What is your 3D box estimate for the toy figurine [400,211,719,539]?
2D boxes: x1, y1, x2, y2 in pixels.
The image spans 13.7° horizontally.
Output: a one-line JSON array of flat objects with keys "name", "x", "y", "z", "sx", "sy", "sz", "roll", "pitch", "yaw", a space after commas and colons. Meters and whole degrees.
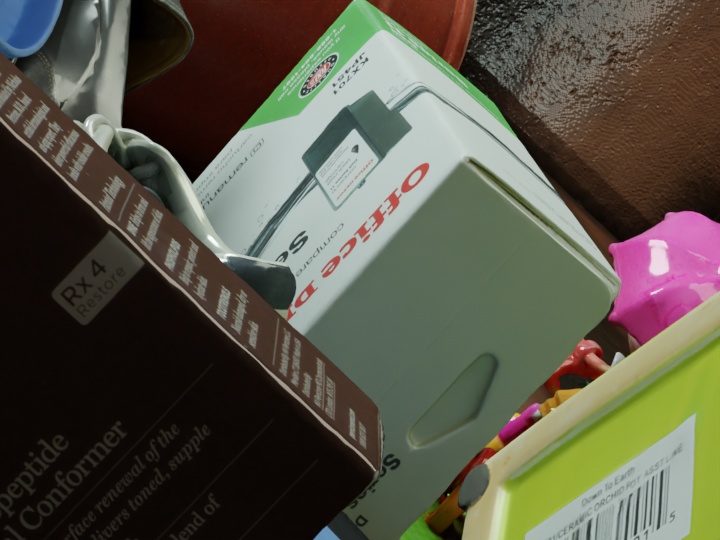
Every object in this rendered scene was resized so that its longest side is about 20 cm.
[{"name": "toy figurine", "x": 0.108, "y": 0.059, "z": 1.222, "sx": 0.150, "sy": 0.184, "sz": 0.200, "roll": 44, "pitch": 7, "yaw": 2}]

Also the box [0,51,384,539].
[{"name": "box", "x": -0.097, "y": 0.011, "z": 0.752, "sx": 0.200, "sy": 0.100, "sz": 0.075, "roll": 43, "pitch": 8, "yaw": -6}]

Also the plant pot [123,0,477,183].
[{"name": "plant pot", "x": -0.084, "y": -0.144, "z": 1.359, "sx": 0.195, "sy": 0.201, "sz": 0.201, "roll": 21, "pitch": 22, "yaw": -48}]

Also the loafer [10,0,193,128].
[{"name": "loafer", "x": -0.095, "y": -0.089, "z": 1.084, "sx": 0.072, "sy": 0.073, "sz": 0.200, "roll": 15, "pitch": 47, "yaw": 3}]

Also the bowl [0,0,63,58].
[{"name": "bowl", "x": -0.130, "y": -0.168, "z": 0.969, "sx": 0.201, "sy": 0.039, "sz": 0.201, "roll": -1, "pitch": 90, "yaw": -82}]

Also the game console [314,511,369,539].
[{"name": "game console", "x": -0.012, "y": 0.106, "z": 0.935, "sx": 0.177, "sy": 0.031, "sz": 0.200, "roll": 43, "pitch": 9, "yaw": -7}]

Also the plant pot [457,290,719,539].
[{"name": "plant pot", "x": 0.133, "y": 0.117, "z": 0.838, "sx": 0.181, "sy": 0.200, "sz": 0.199, "roll": 33, "pitch": 42, "yaw": -21}]

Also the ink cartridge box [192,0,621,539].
[{"name": "ink cartridge box", "x": 0.000, "y": 0.000, "z": 1.124, "sx": 0.083, "sy": 0.147, "sz": 0.200, "roll": 39, "pitch": 8, "yaw": -22}]

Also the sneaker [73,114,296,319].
[{"name": "sneaker", "x": -0.088, "y": -0.015, "z": 0.927, "sx": 0.200, "sy": 0.071, "sz": 0.073, "roll": 33, "pitch": 12, "yaw": 35}]
